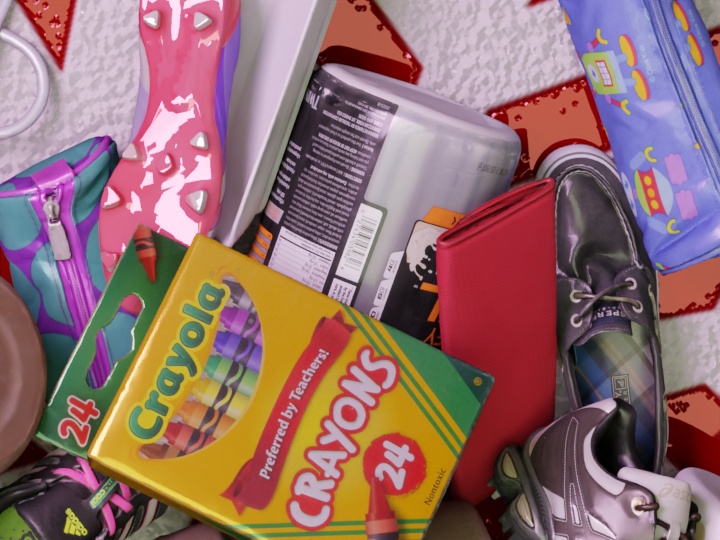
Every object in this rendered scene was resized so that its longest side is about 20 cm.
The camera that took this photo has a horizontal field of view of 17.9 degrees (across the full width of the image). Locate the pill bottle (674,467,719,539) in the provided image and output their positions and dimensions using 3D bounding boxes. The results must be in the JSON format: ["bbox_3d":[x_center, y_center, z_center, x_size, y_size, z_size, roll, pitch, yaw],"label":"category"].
[{"bbox_3d":[0.175,0.223,1.271,0.119,0.120,0.201,32,99,-5],"label":"pill bottle"}]

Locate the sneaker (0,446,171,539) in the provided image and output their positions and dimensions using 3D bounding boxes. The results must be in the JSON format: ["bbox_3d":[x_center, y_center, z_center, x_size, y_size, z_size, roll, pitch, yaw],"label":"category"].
[{"bbox_3d":[-0.140,0.118,1.179,0.200,0.087,0.074,-38,99,4],"label":"sneaker"}]

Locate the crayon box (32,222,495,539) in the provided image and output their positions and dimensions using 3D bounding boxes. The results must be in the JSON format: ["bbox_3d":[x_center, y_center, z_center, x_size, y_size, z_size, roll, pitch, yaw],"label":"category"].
[{"bbox_3d":[-0.049,0.069,1.139,0.199,0.051,0.127,25,78,-1],"label":"crayon box"}]

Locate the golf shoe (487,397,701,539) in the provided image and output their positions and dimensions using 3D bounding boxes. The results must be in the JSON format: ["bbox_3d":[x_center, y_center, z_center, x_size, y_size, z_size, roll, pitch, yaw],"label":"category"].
[{"bbox_3d":[0.141,0.155,1.190,0.094,0.078,0.201,-41,56,23],"label":"golf shoe"}]

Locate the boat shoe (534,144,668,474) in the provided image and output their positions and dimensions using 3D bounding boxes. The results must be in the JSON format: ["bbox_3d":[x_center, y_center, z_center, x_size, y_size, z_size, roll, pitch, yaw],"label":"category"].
[{"bbox_3d":[0.135,0.032,1.265,0.069,0.066,0.201,-6,100,2],"label":"boat shoe"}]

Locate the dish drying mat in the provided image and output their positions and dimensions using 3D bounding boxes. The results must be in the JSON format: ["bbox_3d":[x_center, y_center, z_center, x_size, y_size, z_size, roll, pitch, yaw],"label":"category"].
[{"bbox_3d":[0.073,0.042,1.226,0.077,0.018,0.201,-28,137,-23],"label":"dish drying mat"}]

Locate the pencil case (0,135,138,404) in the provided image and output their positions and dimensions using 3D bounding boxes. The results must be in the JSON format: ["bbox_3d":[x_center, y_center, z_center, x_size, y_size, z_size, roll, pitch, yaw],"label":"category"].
[{"bbox_3d":[-0.146,0.033,1.255,0.085,0.092,0.201,-16,100,2],"label":"pencil case"}]

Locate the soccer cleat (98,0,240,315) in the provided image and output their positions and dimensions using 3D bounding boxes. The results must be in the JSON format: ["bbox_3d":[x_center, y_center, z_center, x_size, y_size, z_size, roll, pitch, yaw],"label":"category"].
[{"bbox_3d":[-0.095,-0.074,1.220,0.066,0.076,0.201,4,84,14],"label":"soccer cleat"}]

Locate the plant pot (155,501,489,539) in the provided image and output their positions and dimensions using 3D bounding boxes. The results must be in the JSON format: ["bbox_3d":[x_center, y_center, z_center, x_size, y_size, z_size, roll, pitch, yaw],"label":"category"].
[{"bbox_3d":[0.001,0.206,1.230,0.174,0.200,0.201,-23,99,-1],"label":"plant pot"}]

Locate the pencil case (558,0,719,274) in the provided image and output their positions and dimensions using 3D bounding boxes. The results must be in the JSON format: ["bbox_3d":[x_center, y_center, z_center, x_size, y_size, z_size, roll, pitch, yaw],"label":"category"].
[{"bbox_3d":[0.166,-0.095,1.231,0.078,0.087,0.201,-24,98,-17],"label":"pencil case"}]

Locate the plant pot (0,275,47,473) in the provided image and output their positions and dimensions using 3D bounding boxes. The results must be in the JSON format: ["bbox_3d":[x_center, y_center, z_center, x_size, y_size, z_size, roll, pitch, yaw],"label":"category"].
[{"bbox_3d":[-0.256,0.058,1.161,0.174,0.200,0.201,-10,103,45],"label":"plant pot"}]

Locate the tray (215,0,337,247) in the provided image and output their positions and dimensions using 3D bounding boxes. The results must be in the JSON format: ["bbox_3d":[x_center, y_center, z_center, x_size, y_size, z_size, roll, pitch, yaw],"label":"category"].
[{"bbox_3d":[-0.046,-0.116,1.227,0.022,0.107,0.201,15,101,-26],"label":"tray"}]

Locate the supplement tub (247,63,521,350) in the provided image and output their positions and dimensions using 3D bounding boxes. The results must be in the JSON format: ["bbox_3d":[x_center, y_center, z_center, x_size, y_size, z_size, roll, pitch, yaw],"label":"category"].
[{"bbox_3d":[0.000,0.000,1.233,0.122,0.123,0.201,19,100,-3],"label":"supplement tub"}]

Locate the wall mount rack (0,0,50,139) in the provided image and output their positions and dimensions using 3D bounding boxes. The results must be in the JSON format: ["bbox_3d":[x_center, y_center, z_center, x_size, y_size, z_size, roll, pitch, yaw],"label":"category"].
[{"bbox_3d":[-0.269,-0.112,1.217,0.199,0.075,0.175,23,72,-3],"label":"wall mount rack"}]
